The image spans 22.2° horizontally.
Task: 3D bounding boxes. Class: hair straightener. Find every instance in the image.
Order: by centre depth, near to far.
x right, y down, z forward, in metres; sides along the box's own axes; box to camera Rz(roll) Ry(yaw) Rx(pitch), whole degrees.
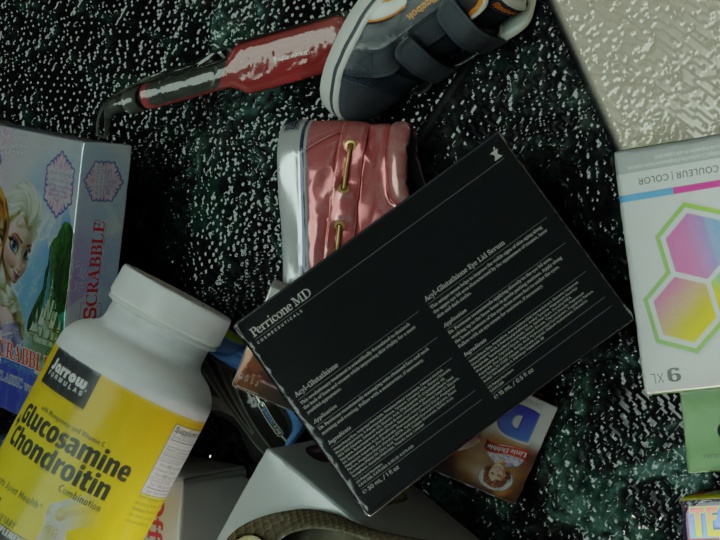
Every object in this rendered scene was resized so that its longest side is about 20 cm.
[{"bbox_3d":[-0.091,-0.132,1.259,0.199,0.077,0.041,-20,101,13],"label":"hair straightener"}]

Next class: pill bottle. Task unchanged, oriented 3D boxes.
[{"bbox_3d":[-0.166,0.103,1.199,0.112,0.112,0.201,27,89,26],"label":"pill bottle"}]

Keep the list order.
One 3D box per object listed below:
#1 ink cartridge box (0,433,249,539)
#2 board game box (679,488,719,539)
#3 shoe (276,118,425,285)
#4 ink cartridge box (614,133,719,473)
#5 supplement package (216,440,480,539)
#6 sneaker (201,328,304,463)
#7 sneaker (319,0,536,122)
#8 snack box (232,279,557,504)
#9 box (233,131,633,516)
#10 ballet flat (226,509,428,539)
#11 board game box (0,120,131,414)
[{"bbox_3d":[-0.187,0.201,1.313,0.199,0.084,0.147,6,93,30],"label":"ink cartridge box"},{"bbox_3d":[0.291,0.207,1.058,0.199,0.057,0.167,-6,86,30],"label":"board game box"},{"bbox_3d":[0.000,0.000,1.209,0.090,0.071,0.202,-1,102,15],"label":"shoe"},{"bbox_3d":[0.220,0.020,1.091,0.103,0.059,0.202,-8,87,29],"label":"ink cartridge box"},{"bbox_3d":[0.002,0.229,1.191,0.200,0.111,0.156,37,108,23],"label":"supplement package"},{"bbox_3d":[-0.123,0.066,1.281,0.199,0.071,0.083,33,100,22],"label":"sneaker"},{"bbox_3d":[0.053,-0.165,1.171,0.079,0.078,0.201,45,110,27],"label":"sneaker"},{"bbox_3d":[0.022,0.078,1.179,0.199,0.024,0.072,23,102,1],"label":"snack box"},{"bbox_3d":[0.043,0.034,1.123,0.199,0.079,0.142,-35,87,-4],"label":"box"},{"bbox_3d":[-0.004,0.185,1.104,0.198,0.046,0.068,5,91,28],"label":"ballet flat"},{"bbox_3d":[-0.240,-0.002,1.322,0.199,0.041,0.201,13,98,52],"label":"board game box"}]
